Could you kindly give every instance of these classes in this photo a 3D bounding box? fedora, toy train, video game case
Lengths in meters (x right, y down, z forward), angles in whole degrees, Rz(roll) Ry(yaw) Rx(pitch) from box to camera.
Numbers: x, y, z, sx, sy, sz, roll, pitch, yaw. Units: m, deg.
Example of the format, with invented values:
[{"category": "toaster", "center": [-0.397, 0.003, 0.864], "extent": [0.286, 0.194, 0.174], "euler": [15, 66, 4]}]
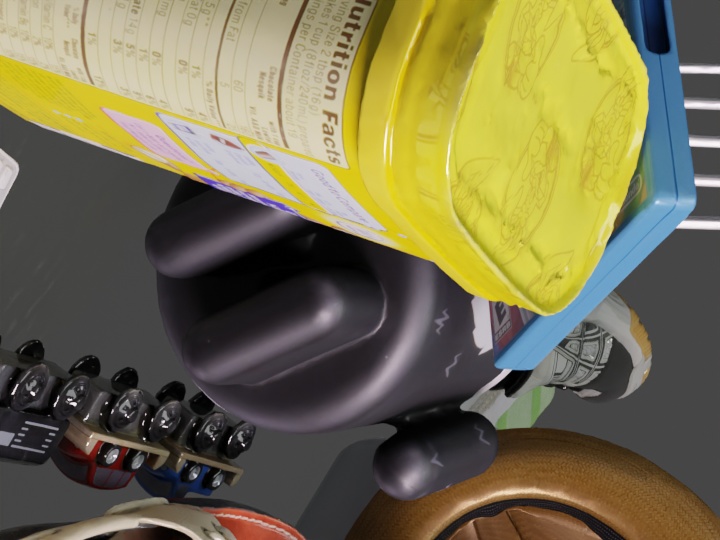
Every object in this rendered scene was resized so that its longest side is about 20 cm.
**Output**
[{"category": "fedora", "center": [0.075, 0.166, 0.904], "extent": [0.082, 0.199, 0.202], "euler": [69, 43, -81]}, {"category": "toy train", "center": [-0.093, 0.060, 0.808], "extent": [0.046, 0.034, 0.200], "euler": [-59, 155, 3]}, {"category": "video game case", "center": [0.069, -0.084, 0.768], "extent": [0.143, 0.018, 0.202], "euler": [126, -36, -61]}]

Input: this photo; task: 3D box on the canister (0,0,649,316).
[{"category": "canister", "center": [-0.029, -0.068, 0.651], "extent": [0.087, 0.199, 0.148], "euler": [-67, 155, -8]}]

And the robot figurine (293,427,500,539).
[{"category": "robot figurine", "center": [0.010, 0.158, 0.998], "extent": [0.201, 0.112, 0.170], "euler": [-58, 162, -26]}]

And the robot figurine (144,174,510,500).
[{"category": "robot figurine", "center": [0.001, -0.002, 0.851], "extent": [0.200, 0.124, 0.152], "euler": [-1, 108, -64]}]

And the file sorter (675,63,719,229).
[{"category": "file sorter", "center": [0.153, -0.112, 0.886], "extent": [0.200, 0.123, 0.140], "euler": [-75, 165, -65]}]

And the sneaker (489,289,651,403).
[{"category": "sneaker", "center": [0.084, 0.027, 1.069], "extent": [0.088, 0.076, 0.200], "euler": [-46, 150, -7]}]

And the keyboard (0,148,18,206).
[{"category": "keyboard", "center": [-0.165, 0.043, 0.676], "extent": [0.201, 0.011, 0.056], "euler": [-66, 155, -13]}]

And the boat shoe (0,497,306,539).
[{"category": "boat shoe", "center": [-0.079, 0.115, 0.788], "extent": [0.199, 0.062, 0.072], "euler": [2, 72, -51]}]

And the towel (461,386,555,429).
[{"category": "towel", "center": [0.062, 0.029, 1.126], "extent": [0.149, 0.031, 0.201], "euler": [-43, 146, -42]}]
